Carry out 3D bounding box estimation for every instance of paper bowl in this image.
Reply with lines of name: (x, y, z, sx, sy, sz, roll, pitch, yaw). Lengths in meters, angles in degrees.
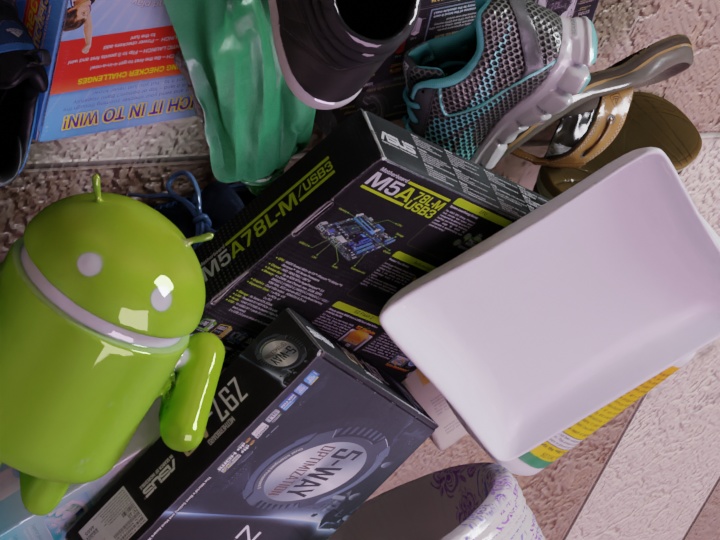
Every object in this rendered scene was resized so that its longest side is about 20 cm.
paper bowl: (0.032, 0.220, 1.658, 0.200, 0.201, 0.105, -29, 100, -13)

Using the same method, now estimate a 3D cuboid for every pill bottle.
pill bottle: (0.157, 0.040, 1.691, 0.200, 0.113, 0.113, -39, 146, 17)

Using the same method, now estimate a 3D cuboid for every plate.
plate: (0.130, 0.019, 1.565, 0.199, 0.032, 0.200, -32, 138, 8)

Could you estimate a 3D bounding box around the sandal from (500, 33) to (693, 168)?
sandal: (0.148, -0.100, 1.659, 0.200, 0.055, 0.082, -25, -179, -33)

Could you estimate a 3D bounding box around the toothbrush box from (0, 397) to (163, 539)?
toothbrush box: (-0.219, 0.118, 1.573, 0.200, 0.147, 0.085, -33, 145, -10)

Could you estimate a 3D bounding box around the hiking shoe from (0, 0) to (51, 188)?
hiking shoe: (-0.232, -0.063, 1.410, 0.074, 0.087, 0.200, -8, 135, -36)

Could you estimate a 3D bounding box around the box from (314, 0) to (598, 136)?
box: (0.064, -0.177, 1.577, 0.199, 0.050, 0.158, -16, 139, -28)

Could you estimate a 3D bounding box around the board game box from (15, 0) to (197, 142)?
board game box: (-0.094, -0.179, 1.431, 0.199, 0.056, 0.196, -12, 137, -33)

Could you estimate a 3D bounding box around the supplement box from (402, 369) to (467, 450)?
supplement box: (0.065, 0.023, 1.778, 0.126, 0.074, 0.200, -34, 143, -6)

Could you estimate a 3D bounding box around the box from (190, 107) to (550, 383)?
box: (0.000, 0.000, 1.544, 0.193, 0.048, 0.200, -42, 143, 23)

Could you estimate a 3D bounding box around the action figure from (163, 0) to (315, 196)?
action figure: (-0.063, -0.116, 1.432, 0.118, 0.055, 0.200, -25, 139, -21)

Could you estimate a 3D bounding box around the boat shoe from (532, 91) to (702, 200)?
boat shoe: (0.170, -0.071, 1.750, 0.200, 0.073, 0.065, -24, 159, -51)

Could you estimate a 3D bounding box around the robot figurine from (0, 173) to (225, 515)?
robot figurine: (-0.166, 0.041, 1.449, 0.175, 0.116, 0.200, 25, 111, -19)

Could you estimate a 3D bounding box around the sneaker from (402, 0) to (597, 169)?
sneaker: (0.054, -0.104, 1.560, 0.091, 0.078, 0.200, 29, 121, -25)

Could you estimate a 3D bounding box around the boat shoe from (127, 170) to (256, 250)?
boat shoe: (-0.093, -0.032, 1.583, 0.200, 0.084, 0.069, -24, 164, -41)

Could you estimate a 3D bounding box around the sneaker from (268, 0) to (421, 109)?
sneaker: (-0.021, -0.191, 1.313, 0.071, 0.201, 0.099, -16, 178, -29)

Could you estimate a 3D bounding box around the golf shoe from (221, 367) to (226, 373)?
golf shoe: (-0.088, 0.091, 1.704, 0.078, 0.095, 0.200, -13, 140, -33)

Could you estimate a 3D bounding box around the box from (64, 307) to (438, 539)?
box: (-0.066, 0.130, 1.562, 0.200, 0.044, 0.160, -45, 146, 6)
